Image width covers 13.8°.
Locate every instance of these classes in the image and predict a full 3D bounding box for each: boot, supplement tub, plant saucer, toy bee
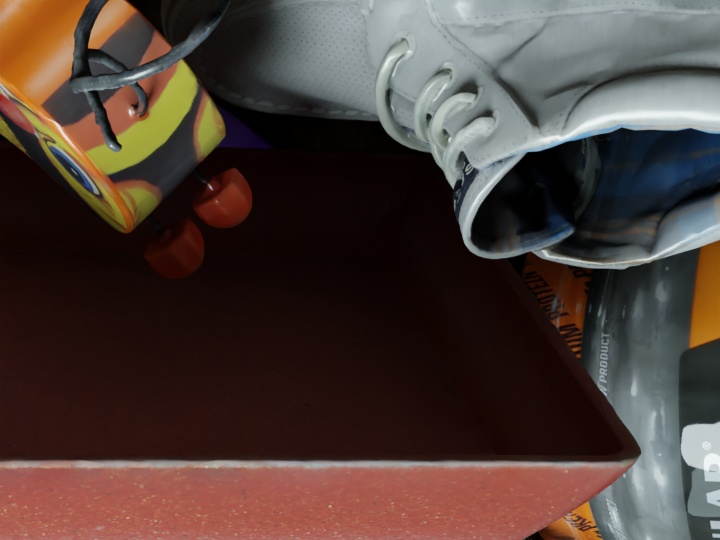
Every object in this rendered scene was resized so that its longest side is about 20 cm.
[{"bbox_3d":[0.028,-0.048,0.724,0.200,0.096,0.074,-9,141,32],"label":"boot"},{"bbox_3d":[0.147,0.029,0.768,0.200,0.123,0.123,0,145,21],"label":"supplement tub"},{"bbox_3d":[-0.055,0.018,0.734,0.200,0.200,0.037,0,113,-14],"label":"plant saucer"},{"bbox_3d":[-0.080,-0.044,0.717,0.131,0.200,0.109,-32,129,4],"label":"toy bee"}]

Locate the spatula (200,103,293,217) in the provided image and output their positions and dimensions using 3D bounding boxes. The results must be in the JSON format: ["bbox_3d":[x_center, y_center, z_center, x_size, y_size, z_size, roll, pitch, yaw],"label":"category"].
[{"bbox_3d":[0.000,0.000,0.870,0.200,0.021,0.057,25,119,-26],"label":"spatula"}]

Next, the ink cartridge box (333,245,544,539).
[{"bbox_3d":[-0.047,0.087,0.822,0.200,0.165,0.075,-11,137,8],"label":"ink cartridge box"}]
